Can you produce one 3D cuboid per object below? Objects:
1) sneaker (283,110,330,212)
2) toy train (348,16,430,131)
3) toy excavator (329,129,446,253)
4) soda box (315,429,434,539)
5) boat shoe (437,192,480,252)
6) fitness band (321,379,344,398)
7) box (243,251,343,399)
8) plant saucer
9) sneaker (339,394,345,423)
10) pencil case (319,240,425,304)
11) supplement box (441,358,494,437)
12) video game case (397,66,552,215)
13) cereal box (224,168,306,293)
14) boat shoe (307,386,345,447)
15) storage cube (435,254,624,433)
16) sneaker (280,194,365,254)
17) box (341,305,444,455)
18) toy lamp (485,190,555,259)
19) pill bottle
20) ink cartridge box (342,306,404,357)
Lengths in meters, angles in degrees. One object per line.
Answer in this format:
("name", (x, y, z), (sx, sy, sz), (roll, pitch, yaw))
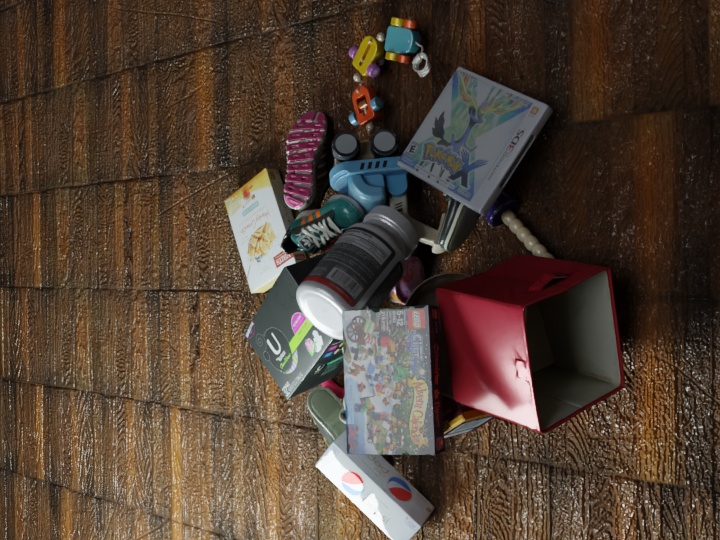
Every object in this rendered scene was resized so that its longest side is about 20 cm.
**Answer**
("sneaker", (-0.091, -0.189, 1.676), (0.073, 0.088, 0.203), (-1, 68, 18))
("toy train", (0.051, -0.333, 1.558), (0.199, 0.055, 0.152), (-31, 72, 42))
("toy excavator", (0.049, -0.120, 1.511), (0.100, 0.192, 0.203), (94, 171, -70))
("soda box", (0.025, 0.359, 1.539), (0.200, 0.068, 0.064), (43, 119, 9))
("boat shoe", (0.160, -0.128, 1.442), (0.067, 0.072, 0.202), (21, 96, 31))
("fitness band", (-0.042, 0.130, 1.664), (0.143, 0.037, 0.203), (-19, 79, 39))
("box", (-0.081, 0.091, 1.557), (0.149, 0.124, 0.201), (53, 136, 18))
("plant saucer", (0.149, 0.102, 1.393), (0.202, 0.198, 0.032), (70, 155, 16))
("sneaker", (0.018, 0.223, 1.522), (0.200, 0.088, 0.075), (125, 162, -54))
("pencil case", (0.017, -0.002, 1.575), (0.199, 0.087, 0.089), (15, 101, 42))
("supplement box", (0.128, 0.154, 1.454), (0.085, 0.110, 0.202), (-39, 65, 36))
("video game case", (0.168, -0.200, 1.398), (0.200, 0.022, 0.183), (36, 94, 44))
("cereal box", (-0.185, -0.075, 1.786), (0.143, 0.039, 0.202), (-32, 70, 39))
("boat shoe", (-0.024, 0.296, 1.633), (0.202, 0.071, 0.061), (55, 169, 13))
("storage cube", (0.231, 0.094, 1.269), (0.179, 0.170, 0.203), (13, 118, 55))
("sneaker", (-0.067, -0.067, 1.564), (0.071, 0.080, 0.199), (46, 149, -16))
("box", (0.044, 0.153, 1.287), (0.135, 0.038, 0.203), (-5, 84, 27))
("toy lamp", (0.247, -0.049, 1.378), (0.058, 0.058, 0.201), (-52, 59, 30))
("pill bottle", (0.000, 0.000, 1.429), (0.115, 0.200, 0.117), (28, 148, 20))
("ink cartridge box", (0.044, 0.161, 1.379), (0.067, 0.115, 0.203), (-20, 77, 40))
